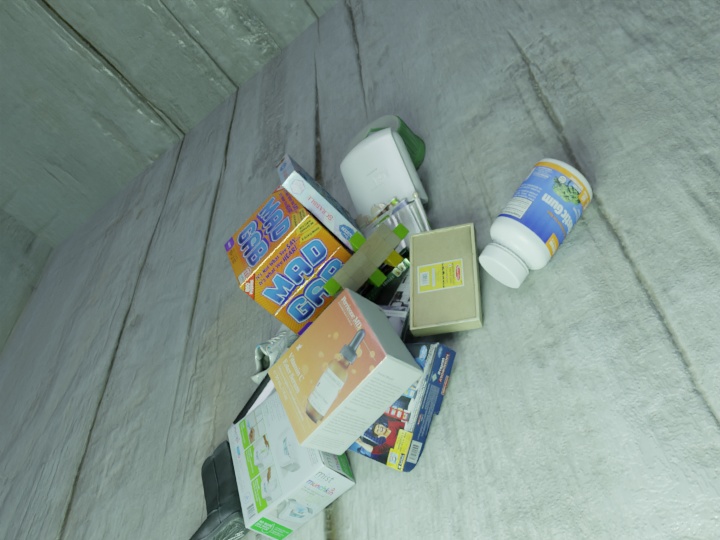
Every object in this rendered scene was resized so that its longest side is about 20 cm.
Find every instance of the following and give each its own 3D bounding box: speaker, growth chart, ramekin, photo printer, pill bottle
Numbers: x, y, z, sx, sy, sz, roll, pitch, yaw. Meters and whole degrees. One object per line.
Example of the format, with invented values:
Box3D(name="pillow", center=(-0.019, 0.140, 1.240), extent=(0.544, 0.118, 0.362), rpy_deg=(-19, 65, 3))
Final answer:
Box3D(name="speaker", center=(-0.172, 0.255, 1.302), extent=(0.202, 0.081, 0.081), rpy_deg=(-55, 33, -13))
Box3D(name="growth chart", center=(0.062, -0.081, 1.395), extent=(0.198, 0.018, 0.148), rpy_deg=(-27, 67, 30))
Box3D(name="ramekin", center=(0.053, -0.284, 1.618), extent=(0.198, 0.098, 0.203), rpy_deg=(-30, 35, 24))
Box3D(name="photo printer", center=(0.046, -0.204, 1.472), extent=(0.165, 0.069, 0.204), rpy_deg=(-30, 71, 26))
Box3D(name="pill bottle", center=(0.286, -0.075, 1.094), extent=(0.201, 0.112, 0.111), rpy_deg=(-53, 32, -10))

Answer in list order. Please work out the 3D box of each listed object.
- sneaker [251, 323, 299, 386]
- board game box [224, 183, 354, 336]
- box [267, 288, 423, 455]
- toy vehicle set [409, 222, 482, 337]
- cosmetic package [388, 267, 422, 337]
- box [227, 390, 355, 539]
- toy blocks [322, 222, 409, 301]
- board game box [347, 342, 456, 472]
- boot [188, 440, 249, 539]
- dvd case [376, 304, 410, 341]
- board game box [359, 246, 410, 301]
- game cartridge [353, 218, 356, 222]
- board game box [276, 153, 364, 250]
Box3D(name="sneaker", center=(-0.180, 0.167, 1.403), extent=(0.074, 0.087, 0.203), rpy_deg=(-25, 36, 33))
Box3D(name="board game box", center=(-0.139, -0.024, 1.400), extent=(0.200, 0.200, 0.200), rpy_deg=(-45, 33, 5))
Box3D(name="box", center=(-0.028, 0.161, 1.047), extent=(0.200, 0.106, 0.153), rpy_deg=(-47, 48, 13))
Box3D(name="toy vehicle set", center=(0.148, 0.014, 1.169), extent=(0.121, 0.027, 0.204), rpy_deg=(-9, 55, 18))
Box3D(name="cosmetic package", center=(0.122, 0.023, 1.238), extent=(0.082, 0.051, 0.202), rpy_deg=(5, 58, 51))
Box3D(name="box", center=(-0.125, 0.316, 1.133), extent=(0.176, 0.097, 0.201), rpy_deg=(-40, 41, 10))
Box3D(name="toy blocks", center=(0.000, 0.000, 1.277), extent=(0.200, 0.100, 0.137), rpy_deg=(-47, -4, -22))
Box3D(name="board game box", center=(0.037, 0.203, 1.089), extent=(0.197, 0.061, 0.204), rpy_deg=(10, 77, 42))
Box3D(name="boot", center=(-0.283, 0.439, 1.237), extent=(0.163, 0.066, 0.201), rpy_deg=(-35, 35, 1))
Box3D(name="dvd case", center=(0.014, 0.161, 1.194), extent=(0.147, 0.016, 0.205), rpy_deg=(0, 70, 50))
Box3D(name="board game box", center=(0.025, 0.036, 1.320), extent=(0.200, 0.023, 0.105), rpy_deg=(-43, 5, 12))
Box3D(name="game cartridge", center=(-0.064, -0.023, 1.530), extent=(0.127, 0.038, 0.203), rpy_deg=(-14, 44, 35))
Box3D(name="board game box", center=(-0.088, -0.147, 1.382), extent=(0.041, 0.199, 0.200), rpy_deg=(-45, 20, 6))
